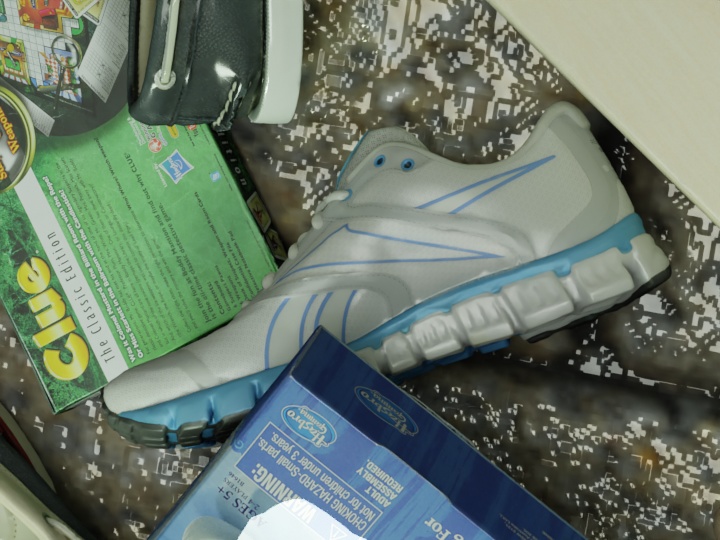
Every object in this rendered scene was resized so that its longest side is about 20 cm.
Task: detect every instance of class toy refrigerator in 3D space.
[{"bbox_3d":[0.078,-0.107,0.833,0.200,0.070,0.076,45,95,9],"label":"toy refrigerator"}]

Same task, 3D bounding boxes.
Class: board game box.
[{"bbox_3d":[-0.110,-0.060,0.912,0.104,0.023,0.201,-26,87,13],"label":"board game box"},{"bbox_3d":[0.004,0.155,0.831,0.200,0.043,0.199,38,117,-1],"label":"board game box"}]

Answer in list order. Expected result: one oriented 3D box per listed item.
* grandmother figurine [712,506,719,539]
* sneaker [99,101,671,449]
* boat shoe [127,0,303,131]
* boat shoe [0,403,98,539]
[{"bbox_3d":[0.154,0.126,0.846,0.199,0.061,0.122,-22,117,12],"label":"grandmother figurine"},{"bbox_3d":[0.000,0.000,0.863,0.199,0.075,0.087,-21,83,-1],"label":"sneaker"},{"bbox_3d":[-0.055,-0.149,0.855,0.060,0.076,0.202,-4,90,-15],"label":"boat shoe"},{"bbox_3d":[-0.114,0.122,0.910,0.071,0.063,0.200,-40,86,12],"label":"boat shoe"}]
